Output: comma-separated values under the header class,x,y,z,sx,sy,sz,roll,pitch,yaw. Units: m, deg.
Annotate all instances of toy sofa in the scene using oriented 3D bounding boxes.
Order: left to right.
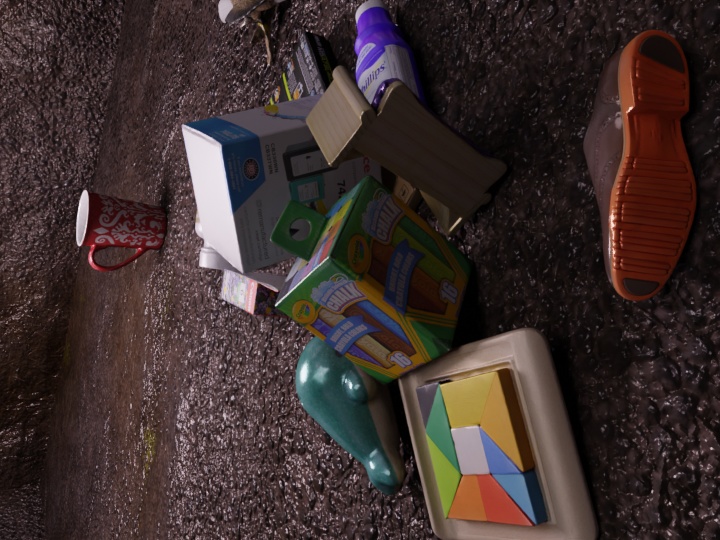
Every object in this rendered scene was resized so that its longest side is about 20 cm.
class,x,y,z,sx,sy,sz,roll,pitch,yaw
toy sofa,0.051,-0.124,0.655,0.098,0.197,0.084,-48,44,20

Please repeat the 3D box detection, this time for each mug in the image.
class,x,y,z,sx,sy,sz,roll,pitch,yaw
mug,-0.607,-0.099,1.667,0.133,0.195,0.183,39,117,51

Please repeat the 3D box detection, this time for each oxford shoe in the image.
class,x,y,z,sx,sy,sz,roll,pitch,yaw
oxford shoe,0.217,-0.078,0.526,0.073,0.069,0.207,165,113,-75

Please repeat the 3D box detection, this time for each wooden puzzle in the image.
class,x,y,z,sx,sy,sz,roll,pitch,yaw
wooden puzzle,0.114,0.166,0.627,0.198,0.036,0.191,-26,74,51

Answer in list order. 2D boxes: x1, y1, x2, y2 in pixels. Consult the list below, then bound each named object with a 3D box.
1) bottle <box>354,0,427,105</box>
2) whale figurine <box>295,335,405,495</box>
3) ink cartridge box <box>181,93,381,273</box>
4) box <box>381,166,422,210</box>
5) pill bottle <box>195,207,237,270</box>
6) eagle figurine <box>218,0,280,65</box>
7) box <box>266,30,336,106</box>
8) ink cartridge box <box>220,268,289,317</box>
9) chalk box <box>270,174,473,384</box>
class,x,y,z,sx,sy,sz,roll,pitch,yaw
bottle,0.032,-0.247,0.824,0.083,0.064,0.206,-39,53,48
whale figurine,-0.013,0.167,0.774,0.160,0.101,0.204,97,153,-63
ink cartridge box,-0.090,-0.114,0.797,0.145,0.195,0.151,30,133,53
box,0.001,-0.072,0.882,0.203,0.021,0.165,-62,39,31
pill bottle,-0.228,-0.105,1.155,0.118,0.117,0.207,6,90,56
eagle figurine,-0.175,-0.472,1.112,0.150,0.200,0.153,-37,84,0
box,-0.090,-0.229,1.030,0.194,0.046,0.204,-54,44,41
ink cartridge box,-0.123,0.040,0.977,0.198,0.106,0.052,16,97,56
chalk box,0.000,0.000,0.686,0.123,0.198,0.127,-35,24,47
